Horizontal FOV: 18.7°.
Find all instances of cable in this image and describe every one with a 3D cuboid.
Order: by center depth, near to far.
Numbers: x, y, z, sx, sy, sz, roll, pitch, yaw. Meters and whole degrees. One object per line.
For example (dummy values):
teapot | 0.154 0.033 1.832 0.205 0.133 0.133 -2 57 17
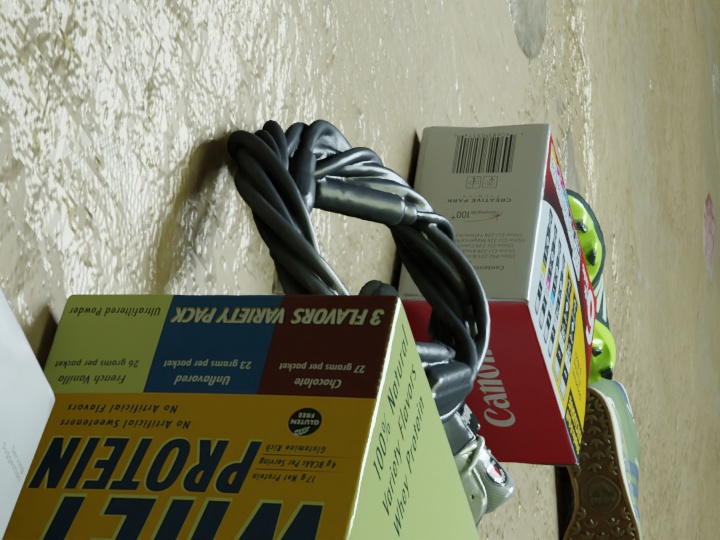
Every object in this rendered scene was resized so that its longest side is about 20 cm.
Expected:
cable | 0.000 0.000 1.042 0.163 0.051 0.200 57 21 7

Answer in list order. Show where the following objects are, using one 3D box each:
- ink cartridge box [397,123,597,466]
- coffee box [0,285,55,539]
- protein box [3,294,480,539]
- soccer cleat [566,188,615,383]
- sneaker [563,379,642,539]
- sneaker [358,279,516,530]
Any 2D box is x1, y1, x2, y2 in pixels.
ink cartridge box | 0.087 0.037 1.367 0.200 0.084 0.176 67 28 -53
coffee box | -0.157 0.009 0.549 0.200 0.080 0.113 73 24 -43
protein box | -0.044 0.146 0.827 0.200 0.135 0.199 71 25 -48
soccer cleat | 0.153 0.004 1.648 0.081 0.067 0.200 -99 175 -46
sneaker | 0.202 0.180 1.772 0.090 0.067 0.200 -30 115 -65
sneaker | 0.041 0.097 1.208 0.074 0.088 0.200 -55 140 -61
